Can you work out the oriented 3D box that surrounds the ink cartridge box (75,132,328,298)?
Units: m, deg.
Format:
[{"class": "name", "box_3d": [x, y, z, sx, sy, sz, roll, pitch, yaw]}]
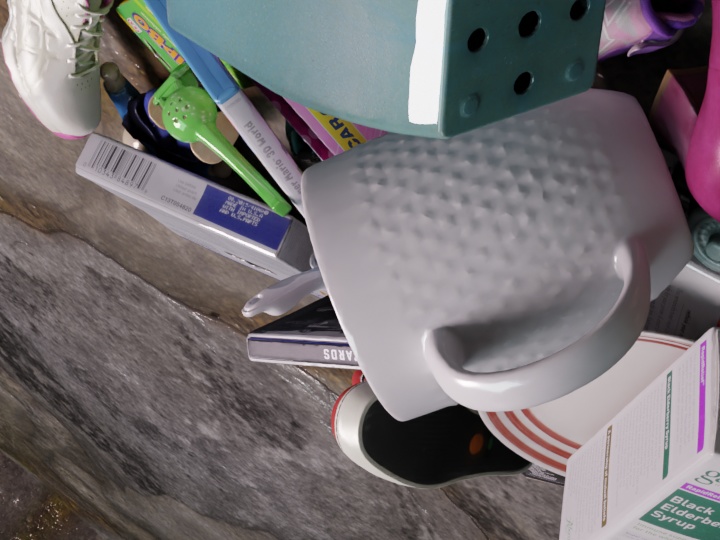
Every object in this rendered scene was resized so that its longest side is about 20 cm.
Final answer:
[{"class": "ink cartridge box", "box_3d": [-0.111, -0.039, 1.157, 0.200, 0.041, 0.200, 23, 174, 20]}]

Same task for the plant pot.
[{"class": "plant pot", "box_3d": [0.017, -0.152, 0.642, 0.200, 0.141, 0.141, 41, 141, 40]}]

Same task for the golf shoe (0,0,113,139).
[{"class": "golf shoe", "box_3d": [-0.225, -0.191, 1.041, 0.091, 0.075, 0.200, 6, 122, 31]}]

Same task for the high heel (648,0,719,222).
[{"class": "high heel", "box_3d": [0.193, -0.106, 0.614, 0.200, 0.067, 0.096, 97, 150, -48]}]

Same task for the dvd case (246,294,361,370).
[{"class": "dvd case", "box_3d": [0.043, 0.038, 0.970, 0.200, 0.150, 0.025, 3, 105, 32]}]

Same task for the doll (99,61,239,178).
[{"class": "doll", "box_3d": [-0.158, -0.118, 1.110, 0.136, 0.048, 0.200, 40, 168, -15]}]

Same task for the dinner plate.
[{"class": "dinner plate", "box_3d": [0.170, 0.084, 0.846, 0.200, 0.024, 0.200, 11, 148, 7]}]

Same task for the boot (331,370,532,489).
[{"class": "boot", "box_3d": [0.018, 0.098, 0.973, 0.144, 0.072, 0.200, 18, -176, 41]}]

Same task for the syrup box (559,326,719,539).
[{"class": "syrup box", "box_3d": [0.190, 0.118, 0.793, 0.079, 0.081, 0.200, 17, 148, -9]}]

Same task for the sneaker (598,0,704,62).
[{"class": "sneaker", "box_3d": [0.126, -0.136, 0.704, 0.088, 0.081, 0.200, 29, 152, 5]}]

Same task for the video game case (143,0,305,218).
[{"class": "video game case", "box_3d": [-0.077, -0.103, 0.890, 0.143, 0.018, 0.200, 54, -179, 33]}]

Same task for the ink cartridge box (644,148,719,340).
[{"class": "ink cartridge box", "box_3d": [0.196, 0.000, 0.830, 0.200, 0.068, 0.115, 30, 155, 19]}]

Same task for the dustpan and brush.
[{"class": "dustpan and brush", "box_3d": [0.000, 0.000, 0.960, 0.140, 0.200, 0.057, 9, 126, 48]}]

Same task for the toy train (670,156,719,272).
[{"class": "toy train", "box_3d": [0.257, -0.027, 0.704, 0.200, 0.085, 0.114, 34, 141, 18]}]

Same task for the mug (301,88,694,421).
[{"class": "mug", "box_3d": [0.079, -0.004, 0.705, 0.200, 0.175, 0.148, -98, -16, -56]}]

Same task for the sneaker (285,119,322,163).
[{"class": "sneaker", "box_3d": [-0.014, -0.097, 0.928, 0.078, 0.091, 0.200, 24, 150, 31]}]

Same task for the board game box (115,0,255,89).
[{"class": "board game box", "box_3d": [-0.114, -0.171, 0.987, 0.096, 0.030, 0.200, 49, 161, -18]}]

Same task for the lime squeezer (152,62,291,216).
[{"class": "lime squeezer", "box_3d": [-0.105, -0.110, 0.914, 0.071, 0.038, 0.200, 13, -153, -35]}]

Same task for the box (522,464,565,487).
[{"class": "box", "box_3d": [0.155, 0.110, 1.050, 0.200, 0.050, 0.199, 7, 148, 50]}]

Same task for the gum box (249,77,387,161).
[{"class": "gum box", "box_3d": [-0.003, -0.133, 0.814, 0.200, 0.114, 0.066, 48, 175, -16]}]
